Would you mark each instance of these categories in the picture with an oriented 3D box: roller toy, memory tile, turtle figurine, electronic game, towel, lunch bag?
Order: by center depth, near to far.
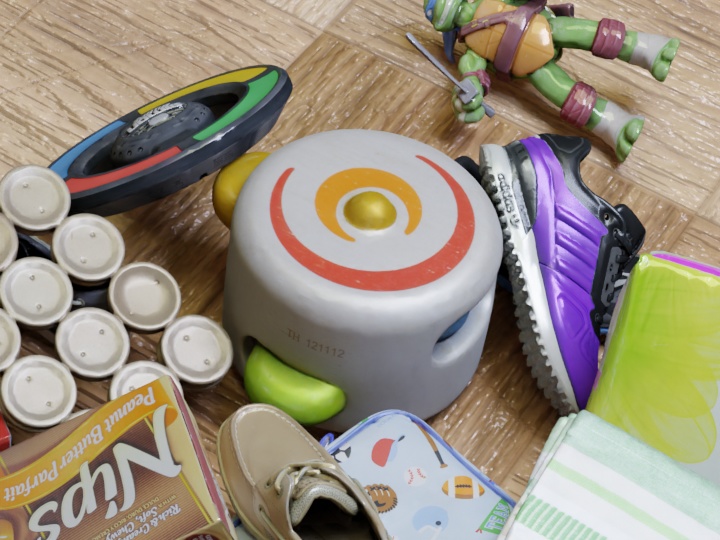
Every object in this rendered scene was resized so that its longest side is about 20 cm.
[{"bbox_3d":[0.144,0.190,1.296,0.152,0.023,0.200,30,57,9],"label":"towel"},{"bbox_3d":[0.003,0.180,1.356,0.199,0.076,0.160,-34,57,-31],"label":"lunch bag"},{"bbox_3d":[-0.193,0.033,1.425,0.200,0.017,0.153,42,59,5],"label":"memory tile"},{"bbox_3d":[0.000,0.000,1.476,0.181,0.140,0.201,-6,48,-14],"label":"roller toy"},{"bbox_3d":[-0.139,-0.093,1.545,0.199,0.042,0.200,-22,18,8],"label":"electronic game"},{"bbox_3d":[0.133,-0.169,1.639,0.193,0.200,0.145,25,63,3],"label":"turtle figurine"}]

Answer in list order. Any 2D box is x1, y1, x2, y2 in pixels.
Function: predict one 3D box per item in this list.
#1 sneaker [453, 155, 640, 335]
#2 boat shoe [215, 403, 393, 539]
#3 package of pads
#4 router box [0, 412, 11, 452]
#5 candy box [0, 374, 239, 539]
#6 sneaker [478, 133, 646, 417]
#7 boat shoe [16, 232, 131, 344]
[{"bbox_3d":[0.136,-0.019,1.551,0.198,0.083,0.071,26,45,14],"label":"sneaker"},{"bbox_3d":[-0.025,0.142,1.297,0.072,0.065,0.200,-19,49,-20],"label":"boat shoe"},{"bbox_3d":[0.215,0.099,1.381,0.153,0.202,0.068,17,7,12],"label":"package of pads"},{"bbox_3d":[-0.341,0.069,1.414,0.178,0.049,0.201,-17,57,-22],"label":"router box"},{"bbox_3d":[-0.181,0.158,1.318,0.199,0.055,0.116,-24,52,-1],"label":"candy box"},{"bbox_3d":[0.150,0.000,1.485,0.099,0.070,0.202,-14,85,-6],"label":"sneaker"},{"bbox_3d":[-0.239,-0.012,1.506,0.199,0.063,0.073,29,50,18],"label":"boat shoe"}]
